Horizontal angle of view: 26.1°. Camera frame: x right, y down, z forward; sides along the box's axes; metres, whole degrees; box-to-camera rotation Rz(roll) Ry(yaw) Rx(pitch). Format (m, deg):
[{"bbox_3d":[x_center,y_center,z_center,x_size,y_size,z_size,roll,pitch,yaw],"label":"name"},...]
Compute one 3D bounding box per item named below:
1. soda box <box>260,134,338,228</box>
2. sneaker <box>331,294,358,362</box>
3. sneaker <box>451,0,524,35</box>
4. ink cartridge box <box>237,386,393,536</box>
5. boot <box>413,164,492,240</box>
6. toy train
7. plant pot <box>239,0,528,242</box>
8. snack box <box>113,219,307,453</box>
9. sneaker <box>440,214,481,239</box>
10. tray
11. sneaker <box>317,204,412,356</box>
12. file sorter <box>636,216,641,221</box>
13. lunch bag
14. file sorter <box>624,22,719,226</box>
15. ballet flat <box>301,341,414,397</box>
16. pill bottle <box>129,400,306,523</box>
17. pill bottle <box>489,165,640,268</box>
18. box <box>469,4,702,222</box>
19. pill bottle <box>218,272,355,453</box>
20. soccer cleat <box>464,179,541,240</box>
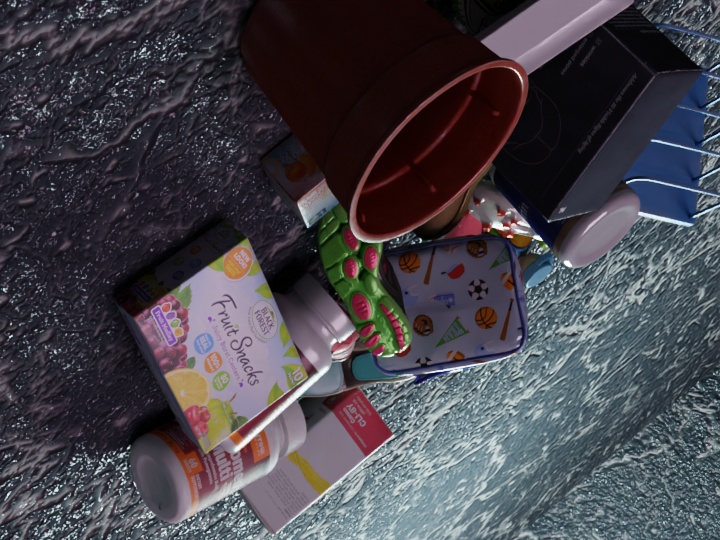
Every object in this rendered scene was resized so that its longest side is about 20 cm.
[{"bbox_3d":[-0.002,-0.137,1.558,0.199,0.064,0.069,-39,158,-8],"label":"soda box"},{"bbox_3d":[-0.009,0.042,1.882,0.199,0.073,0.088,-26,143,-51],"label":"sneaker"},{"bbox_3d":[0.143,-0.284,1.507,0.078,0.085,0.201,-34,157,-19],"label":"sneaker"},{"bbox_3d":[-0.072,0.233,1.998,0.199,0.084,0.145,-39,-167,-10],"label":"ink cartridge box"},{"bbox_3d":[0.056,-0.104,1.725,0.199,0.066,0.176,-6,135,-52],"label":"boot"},{"bbox_3d":[0.212,-0.076,1.955,0.084,0.116,0.201,-28,154,-33],"label":"toy train"},{"bbox_3d":[0.008,-0.165,1.348,0.200,0.195,0.201,-35,157,-18],"label":"plant pot"},{"bbox_3d":[-0.149,0.070,1.592,0.142,0.053,0.201,-37,131,-18],"label":"snack box"},{"bbox_3d":[0.131,0.005,1.934,0.073,0.086,0.203,-2,112,-60],"label":"sneaker"},{"bbox_3d":[0.164,-0.233,1.512,0.199,0.022,0.107,-33,155,17],"label":"tray"},{"bbox_3d":[0.000,0.000,1.728,0.076,0.084,0.202,-17,113,0],"label":"sneaker"},{"bbox_3d":[0.308,-0.132,2.009,0.138,0.125,0.200,-38,158,-9],"label":"file sorter"},{"bbox_3d":[0.095,0.045,1.815,0.197,0.163,0.076,-10,180,7],"label":"lunch bag"},{"bbox_3d":[0.368,-0.175,1.844,0.137,0.203,0.123,12,166,-15],"label":"file sorter"},{"bbox_3d":[-0.021,0.116,1.936,0.197,0.070,0.070,-2,148,-8],"label":"ballet flat"},{"bbox_3d":[-0.166,0.210,1.843,0.199,0.110,0.110,-25,152,-37],"label":"pill bottle"},{"bbox_3d":[0.220,-0.111,1.793,0.115,0.201,0.116,-30,154,-17],"label":"pill bottle"},{"bbox_3d":[0.213,-0.195,1.639,0.123,0.197,0.201,-11,143,-52],"label":"box"},{"bbox_3d":[-0.106,0.100,1.743,0.200,0.113,0.113,-42,158,-4],"label":"pill bottle"},{"bbox_3d":[0.206,-0.078,1.885,0.069,0.198,0.078,135,-28,-63],"label":"soccer cleat"}]
